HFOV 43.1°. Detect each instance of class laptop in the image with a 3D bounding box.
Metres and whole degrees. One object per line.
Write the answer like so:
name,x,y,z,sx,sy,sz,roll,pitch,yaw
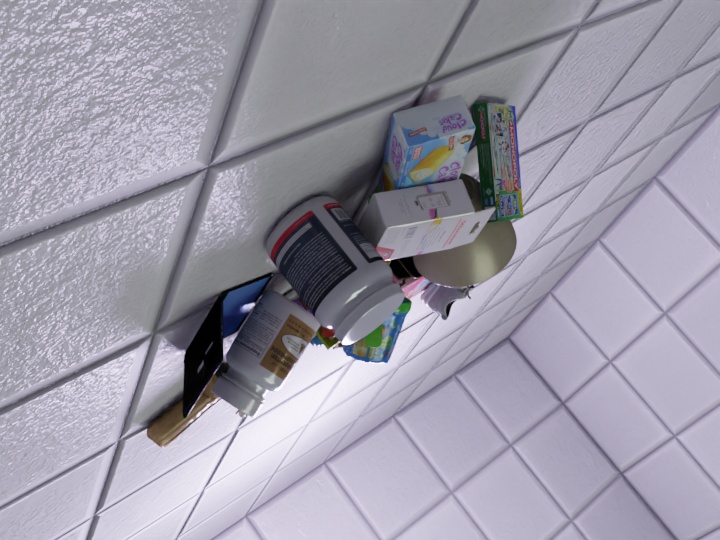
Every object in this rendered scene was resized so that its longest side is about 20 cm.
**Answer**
laptop,-0.219,0.122,1.514,0.102,0.201,0.178,14,135,-24

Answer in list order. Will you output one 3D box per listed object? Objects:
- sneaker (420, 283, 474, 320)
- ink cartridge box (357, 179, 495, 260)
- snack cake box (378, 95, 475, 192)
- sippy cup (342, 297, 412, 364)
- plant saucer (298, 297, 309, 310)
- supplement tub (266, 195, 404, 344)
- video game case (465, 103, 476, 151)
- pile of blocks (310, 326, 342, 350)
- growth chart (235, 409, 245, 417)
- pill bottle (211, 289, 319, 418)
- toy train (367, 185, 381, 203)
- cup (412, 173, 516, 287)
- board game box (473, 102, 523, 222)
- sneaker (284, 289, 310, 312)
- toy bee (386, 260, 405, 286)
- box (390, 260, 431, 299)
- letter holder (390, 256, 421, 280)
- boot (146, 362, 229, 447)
sneaker,0.217,0.021,1.919,0.200,0.082,0.075,-50,162,28
ink cartridge box,0.105,-0.082,1.468,0.198,0.068,0.117,-10,155,-22
snack cake box,0.100,-0.177,1.431,0.114,0.068,0.200,-16,156,-13
sippy cup,0.023,0.109,1.788,0.177,0.139,0.132,1,103,-57
plant saucer,-0.031,-0.012,1.570,0.200,0.032,0.201,-38,-165,12
supplement tub,-0.039,-0.001,1.407,0.140,0.200,0.141,-35,164,-12
video game case,0.141,-0.211,1.583,0.143,0.018,0.200,-42,164,5
pile of blocks,-0.086,0.127,1.774,0.062,0.083,0.199,-30,-169,-32
growth chart,-0.192,0.194,1.713,0.145,0.018,0.200,-57,-170,6
pill bottle,-0.166,0.145,1.572,0.201,0.114,0.114,-58,167,-9
toy train,0.062,-0.118,1.624,0.057,0.042,0.200,-52,163,5
cup,0.176,-0.091,1.665,0.200,0.200,0.144,-35,136,-13
board game box,0.243,-0.188,1.593,0.029,0.202,0.134,-3,-175,31
sneaker,-0.119,0.086,1.683,0.199,0.084,0.081,-38,164,-5
toy bee,0.000,0.000,1.670,0.130,0.109,0.200,-27,174,4
box,0.113,-0.013,1.919,0.199,0.095,0.103,-29,161,-32
letter holder,0.158,-0.051,1.831,0.199,0.142,0.101,-30,162,-30
boot,-0.320,0.257,1.722,0.200,0.066,0.175,-39,166,0
